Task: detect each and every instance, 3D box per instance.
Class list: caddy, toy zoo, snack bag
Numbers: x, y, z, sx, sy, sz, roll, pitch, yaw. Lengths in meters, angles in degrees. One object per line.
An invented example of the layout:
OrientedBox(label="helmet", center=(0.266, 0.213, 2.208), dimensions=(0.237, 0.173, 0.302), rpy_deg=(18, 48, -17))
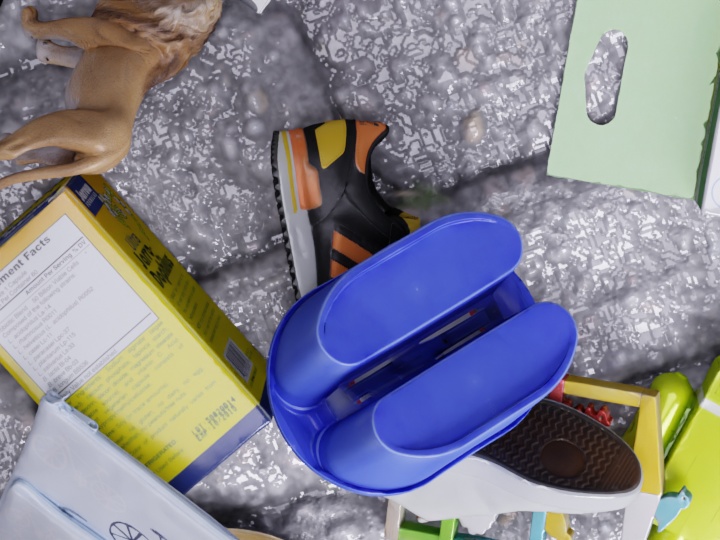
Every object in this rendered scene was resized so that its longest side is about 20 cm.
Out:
OrientedBox(label="caddy", center=(0.037, 0.052, 1.630), dimensions=(0.199, 0.105, 0.142), rpy_deg=(-30, 84, -26))
OrientedBox(label="toy zoo", center=(0.120, 0.131, 1.718), dimensions=(0.199, 0.020, 0.132), rpy_deg=(9, 102, 12))
OrientedBox(label="snack bag", center=(-0.153, 0.187, 1.675), dimensions=(0.188, 0.021, 0.200), rpy_deg=(37, 140, 6))

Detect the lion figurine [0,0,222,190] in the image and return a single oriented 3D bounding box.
OrientedBox(label="lion figurine", center=(-0.164, -0.112, 1.638), dimensions=(0.122, 0.073, 0.201), rpy_deg=(7, 60, 13))

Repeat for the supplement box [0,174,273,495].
OrientedBox(label="supplement box", center=(-0.157, 0.044, 1.685), dimensions=(0.109, 0.110, 0.200), rpy_deg=(-40, 98, 9))

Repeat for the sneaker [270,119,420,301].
OrientedBox(label="sneaker", center=(0.000, 0.000, 1.691), dimensions=(0.089, 0.070, 0.201), rpy_deg=(-12, 102, 0))

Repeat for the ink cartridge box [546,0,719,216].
OrientedBox(label="ink cartridge box", center=(0.230, -0.109, 1.674), dimensions=(0.199, 0.048, 0.146), rpy_deg=(9, 102, -2))

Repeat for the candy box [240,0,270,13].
OrientedBox(label="candy box", center=(-0.095, -0.287, 1.634), dimensions=(0.200, 0.072, 0.168), rpy_deg=(35, 99, -5))

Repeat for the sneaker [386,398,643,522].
OrientedBox(label="sneaker", center=(0.082, 0.128, 1.693), dimensions=(0.199, 0.073, 0.085), rpy_deg=(12, 139, 3))

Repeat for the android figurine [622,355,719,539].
OrientedBox(label="android figurine", center=(0.264, 0.131, 1.723), dimensions=(0.181, 0.041, 0.201), rpy_deg=(25, 104, -2))

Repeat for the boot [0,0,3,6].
OrientedBox(label="boot", center=(-0.312, -0.161, 1.670), dimensions=(0.144, 0.072, 0.201), rpy_deg=(21, 93, -2))

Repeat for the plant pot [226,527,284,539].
OrientedBox(label="plant pot", center=(-0.089, 0.268, 1.770), dimensions=(0.199, 0.027, 0.201), rpy_deg=(1, 101, 3))
